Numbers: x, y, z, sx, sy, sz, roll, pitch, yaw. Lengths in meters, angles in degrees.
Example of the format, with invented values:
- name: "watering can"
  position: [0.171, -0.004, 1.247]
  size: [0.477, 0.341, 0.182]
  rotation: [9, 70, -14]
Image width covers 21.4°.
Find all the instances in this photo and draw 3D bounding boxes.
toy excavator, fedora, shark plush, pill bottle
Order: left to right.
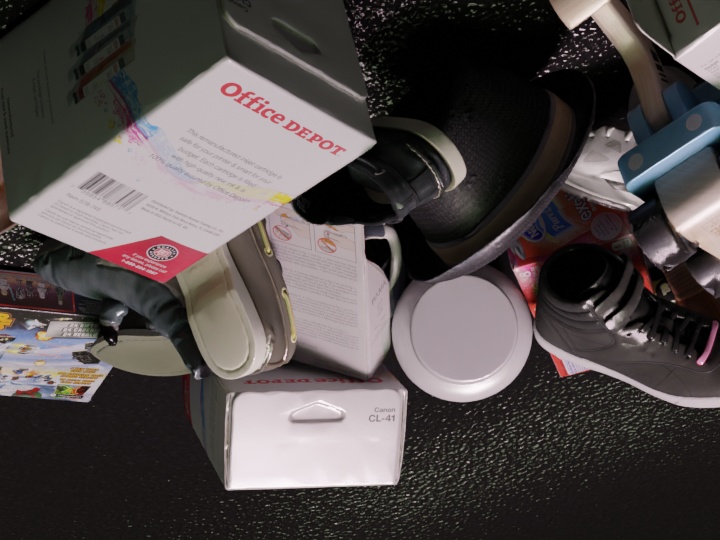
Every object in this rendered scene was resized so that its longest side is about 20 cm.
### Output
- name: "shark plush"
  position: [-0.164, 0.021, 1.409]
  size: [0.083, 0.200, 0.091]
  rotation: [-49, 154, 1]
- name: "pill bottle"
  position: [0.080, 0.049, 1.519]
  size: [0.112, 0.113, 0.200]
  rotation: [-13, 176, 2]
- name: "fedora"
  position: [0.073, -0.089, 1.327]
  size: [0.092, 0.201, 0.200]
  rotation: [42, 125, -20]
- name: "toy excavator"
  position: [0.210, -0.106, 1.292]
  size: [0.100, 0.201, 0.194]
  rotation: [-35, 141, 26]

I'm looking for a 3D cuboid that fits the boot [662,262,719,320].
- name: "boot"
  position: [0.298, 0.033, 1.545]
  size: [0.074, 0.155, 0.200]
  rotation: [-32, 175, 21]

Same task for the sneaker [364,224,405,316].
- name: "sneaker"
  position: [0.000, 0.000, 1.521]
  size: [0.073, 0.071, 0.200]
  rotation: [-13, 149, 2]

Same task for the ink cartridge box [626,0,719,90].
- name: "ink cartridge box"
  position: [0.248, -0.180, 1.268]
  size: [0.068, 0.116, 0.200]
  rotation: [-35, 142, 28]

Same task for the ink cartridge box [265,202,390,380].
- name: "ink cartridge box"
  position: [-0.060, -0.016, 1.447]
  size: [0.160, 0.050, 0.201]
  rotation: [15, 134, 17]

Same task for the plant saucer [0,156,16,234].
- name: "plant saucer"
  position: [-0.317, -0.077, 1.330]
  size: [0.199, 0.035, 0.201]
  rotation: [-8, 148, -5]

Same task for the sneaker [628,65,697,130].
- name: "sneaker"
  position: [0.277, -0.092, 1.473]
  size: [0.074, 0.118, 0.201]
  rotation: [-24, 113, 33]

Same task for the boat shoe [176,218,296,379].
- name: "boat shoe"
  position: [-0.099, -0.023, 1.350]
  size: [0.072, 0.203, 0.060]
  rotation: [-25, 169, 38]

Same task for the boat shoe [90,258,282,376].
- name: "boat shoe"
  position: [-0.131, 0.035, 1.462]
  size: [0.201, 0.061, 0.072]
  rotation: [-14, 146, 43]

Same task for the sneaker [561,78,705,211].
- name: "sneaker"
  position: [0.213, -0.099, 1.393]
  size: [0.076, 0.200, 0.116]
  rotation: [-23, 134, -68]

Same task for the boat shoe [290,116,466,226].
- name: "boat shoe"
  position: [-0.016, -0.060, 1.265]
  size: [0.199, 0.066, 0.075]
  rotation: [10, 139, 48]

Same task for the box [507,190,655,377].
- name: "box"
  position: [0.180, -0.006, 1.547]
  size: [0.099, 0.096, 0.200]
  rotation: [-18, 148, 9]

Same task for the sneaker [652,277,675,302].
- name: "sneaker"
  position: [0.317, 0.058, 1.718]
  size: [0.199, 0.076, 0.076]
  rotation: [14, 141, -37]

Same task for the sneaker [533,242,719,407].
- name: "sneaker"
  position: [0.216, 0.040, 1.413]
  size: [0.199, 0.071, 0.099]
  rotation: [15, 153, 23]

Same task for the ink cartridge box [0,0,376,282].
- name: "ink cartridge box"
  position: [-0.116, -0.114, 1.226]
  size: [0.200, 0.145, 0.145]
  rotation: [-30, 144, 28]

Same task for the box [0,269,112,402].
- name: "box"
  position: [-0.291, 0.051, 1.539]
  size: [0.199, 0.040, 0.137]
  rotation: [7, 145, -28]

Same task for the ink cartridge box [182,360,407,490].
- name: "ink cartridge box"
  position: [-0.059, 0.106, 1.554]
  size: [0.147, 0.200, 0.086]
  rotation: [-1, 105, -14]
